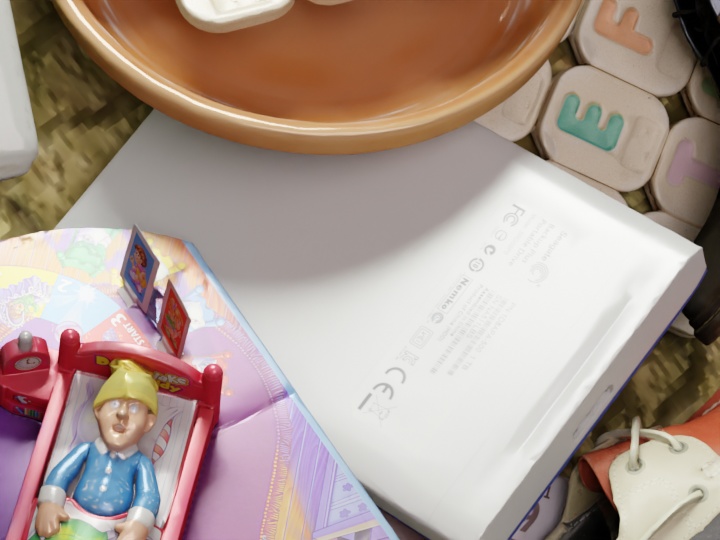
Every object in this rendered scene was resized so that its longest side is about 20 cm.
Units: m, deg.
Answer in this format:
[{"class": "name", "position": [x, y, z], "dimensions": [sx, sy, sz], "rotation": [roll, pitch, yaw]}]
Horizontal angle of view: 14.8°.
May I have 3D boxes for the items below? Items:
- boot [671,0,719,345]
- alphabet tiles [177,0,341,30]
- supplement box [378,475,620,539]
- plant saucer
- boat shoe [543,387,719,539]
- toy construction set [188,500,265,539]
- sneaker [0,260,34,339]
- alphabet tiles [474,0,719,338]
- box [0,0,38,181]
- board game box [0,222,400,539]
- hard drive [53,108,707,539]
[{"class": "boot", "position": [0.142, -0.074, 1.031], "dimensions": [0.097, 0.075, 0.200], "rotation": [31, 71, -3]}, {"class": "alphabet tiles", "position": [-0.034, -0.175, 0.973], "dimensions": [0.200, 0.015, 0.196], "rotation": [-15, 62, -14]}, {"class": "supplement box", "position": [0.022, 0.162, 0.970], "dimensions": [0.109, 0.061, 0.200], "rotation": [19, 84, -13]}, {"class": "plant saucer", "position": [-0.018, -0.121, 0.981], "dimensions": [0.200, 0.037, 0.200], "rotation": [3, 58, -5]}, {"class": "boat shoe", "position": [0.093, 0.088, 0.928], "dimensions": [0.063, 0.071, 0.200], "rotation": [41, 82, -8]}, {"class": "toy construction set", "position": [-0.071, 0.182, 0.902], "dimensions": [0.092, 0.131, 0.200], "rotation": [25, 48, -42]}, {"class": "sneaker", "position": [-0.181, 0.035, 0.951], "dimensions": [0.200, 0.081, 0.147], "rotation": [37, 70, -6]}, {"class": "alphabet tiles", "position": [0.128, -0.081, 1.064], "dimensions": [0.195, 0.015, 0.200], "rotation": [24, 82, -12]}, {"class": "box", "position": [-0.225, -0.088, 0.877], "dimensions": [0.200, 0.199, 0.171], "rotation": [-12, 90, -16]}, {"class": "board game box", "position": [-0.085, 0.063, 0.879], "dimensions": [0.158, 0.039, 0.200], "rotation": [-27, 66, -21]}, {"class": "hard drive", "position": [0.000, 0.000, 0.959], "dimensions": [0.200, 0.025, 0.132], "rotation": [31, 73, 26]}]
